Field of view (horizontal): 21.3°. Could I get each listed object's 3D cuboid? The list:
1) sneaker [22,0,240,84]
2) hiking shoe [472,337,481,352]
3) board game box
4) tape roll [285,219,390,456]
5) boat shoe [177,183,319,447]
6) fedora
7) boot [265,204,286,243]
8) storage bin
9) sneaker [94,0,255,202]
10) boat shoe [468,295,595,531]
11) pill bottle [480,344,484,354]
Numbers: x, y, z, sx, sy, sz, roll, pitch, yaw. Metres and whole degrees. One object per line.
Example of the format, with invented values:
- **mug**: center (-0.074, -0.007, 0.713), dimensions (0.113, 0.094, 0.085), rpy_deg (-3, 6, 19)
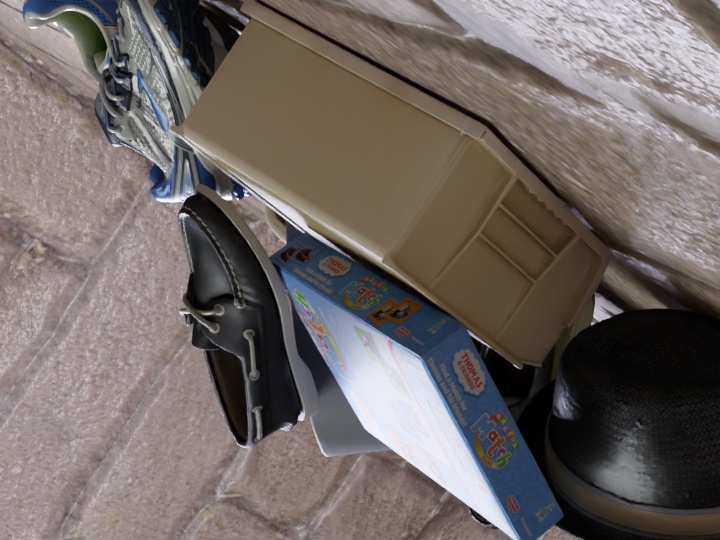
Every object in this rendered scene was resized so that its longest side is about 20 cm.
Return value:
- **sneaker**: center (-0.134, -0.139, 1.256), dimensions (0.200, 0.077, 0.076), rpy_deg (37, 155, -10)
- **hiking shoe**: center (0.054, 0.004, 1.367), dimensions (0.101, 0.076, 0.200), rpy_deg (-96, 5, -48)
- **board game box**: center (0.030, 0.068, 1.164), dimensions (0.200, 0.037, 0.151), rpy_deg (29, 153, 57)
- **tape roll**: center (-0.005, 0.032, 1.389), dimensions (0.066, 0.201, 0.200), rpy_deg (-8, 171, 5)
- **boat shoe**: center (-0.083, 0.034, 1.239), dimensions (0.074, 0.060, 0.200), rpy_deg (39, 155, 42)
- **fedora**: center (0.188, 0.085, 1.154), dimensions (0.201, 0.200, 0.092), rpy_deg (32, 143, 41)
- **boot**: center (0.000, 0.000, 1.557), dimensions (0.200, 0.075, 0.107), rpy_deg (36, 175, 37)
- **storage bin**: center (0.022, -0.046, 1.150), dimensions (0.200, 0.094, 0.199), rpy_deg (32, 177, 37)
- **sneaker**: center (-0.130, -0.114, 1.181), dimensions (0.077, 0.085, 0.200), rpy_deg (-92, -15, -50)
- **boat shoe**: center (0.104, 0.088, 1.340), dimensions (0.065, 0.200, 0.073), rpy_deg (2, -164, -41)
- **pill bottle**: center (0.163, 0.096, 1.411), dimensions (0.116, 0.116, 0.200), rpy_deg (36, 167, -38)
